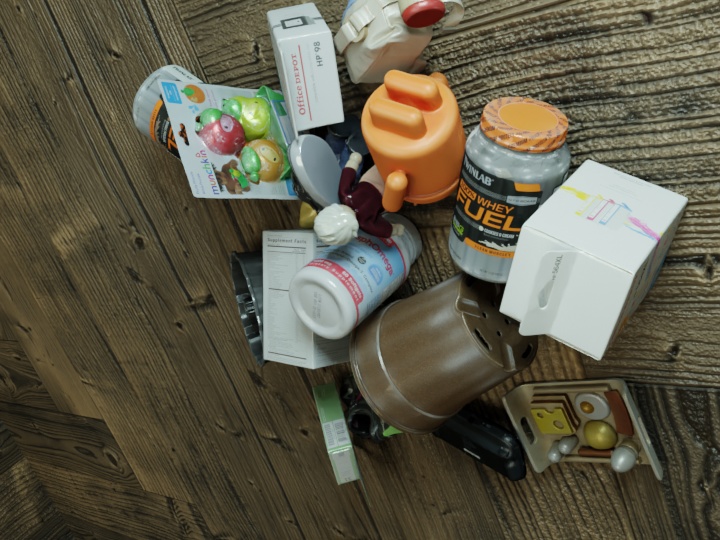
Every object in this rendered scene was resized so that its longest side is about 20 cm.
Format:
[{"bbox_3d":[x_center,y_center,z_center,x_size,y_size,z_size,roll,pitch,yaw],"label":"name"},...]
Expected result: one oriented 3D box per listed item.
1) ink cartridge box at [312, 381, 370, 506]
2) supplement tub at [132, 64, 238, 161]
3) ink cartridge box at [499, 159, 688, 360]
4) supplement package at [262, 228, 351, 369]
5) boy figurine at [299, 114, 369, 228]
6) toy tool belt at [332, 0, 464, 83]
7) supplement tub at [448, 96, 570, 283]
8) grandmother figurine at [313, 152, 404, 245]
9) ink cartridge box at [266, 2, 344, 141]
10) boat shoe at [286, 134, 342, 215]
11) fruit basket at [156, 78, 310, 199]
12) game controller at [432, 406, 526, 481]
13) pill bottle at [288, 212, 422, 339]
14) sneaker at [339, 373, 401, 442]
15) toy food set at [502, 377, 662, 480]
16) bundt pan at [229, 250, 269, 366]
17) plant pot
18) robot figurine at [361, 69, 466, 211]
[{"bbox_3d":[-0.033,0.314,1.401,0.146,0.048,0.200,-110,7,-47],"label":"ink cartridge box"},{"bbox_3d":[-0.239,-0.216,1.214,0.200,0.123,0.123,35,137,16],"label":"supplement tub"},{"bbox_3d":[0.253,-0.010,0.877,0.125,0.200,0.129,27,134,24],"label":"ink cartridge box"},{"bbox_3d":[-0.073,0.037,1.211,0.114,0.109,0.200,6,97,41],"label":"supplement package"},{"bbox_3d":[-0.037,-0.124,1.149,0.124,0.064,0.200,42,140,14],"label":"boy figurine"},{"bbox_3d":[0.032,-0.305,0.905,0.200,0.125,0.123,144,116,-70],"label":"toy tool belt"},{"bbox_3d":[0.176,-0.094,0.941,0.122,0.123,0.200,26,133,25],"label":"supplement tub"},{"bbox_3d":[0.013,-0.091,1.025,0.121,0.200,0.061,49,140,1],"label":"grandmother figurine"},{"bbox_3d":[-0.068,-0.251,0.991,0.200,0.067,0.116,-110,9,-58],"label":"ink cartridge box"},{"bbox_3d":[-0.056,-0.112,1.039,0.066,0.070,0.200,2,163,25],"label":"boat shoe"},{"bbox_3d":[-0.158,-0.180,1.069,0.094,0.200,0.185,-36,65,39],"label":"fruit basket"},{"bbox_3d":[0.176,0.259,1.249,0.200,0.042,0.104,24,149,45],"label":"game controller"},{"bbox_3d":[0.000,0.000,1.106,0.109,0.200,0.109,23,133,27],"label":"pill bottle"},{"bbox_3d":[0.004,0.231,1.337,0.077,0.084,0.200,64,163,-18],"label":"sneaker"},{"bbox_3d":[0.308,0.229,1.114,0.200,0.060,0.144,-12,112,45],"label":"toy food set"},{"bbox_3d":[-0.158,0.056,1.334,0.202,0.076,0.202,165,90,-74],"label":"bundt pan"},{"bbox_3d":[0.123,0.103,1.095,0.198,0.200,0.200,-34,95,42],"label":"plant pot"},{"bbox_3d":[0.067,-0.153,0.951,0.116,0.144,0.200,-15,155,9],"label":"robot figurine"}]
